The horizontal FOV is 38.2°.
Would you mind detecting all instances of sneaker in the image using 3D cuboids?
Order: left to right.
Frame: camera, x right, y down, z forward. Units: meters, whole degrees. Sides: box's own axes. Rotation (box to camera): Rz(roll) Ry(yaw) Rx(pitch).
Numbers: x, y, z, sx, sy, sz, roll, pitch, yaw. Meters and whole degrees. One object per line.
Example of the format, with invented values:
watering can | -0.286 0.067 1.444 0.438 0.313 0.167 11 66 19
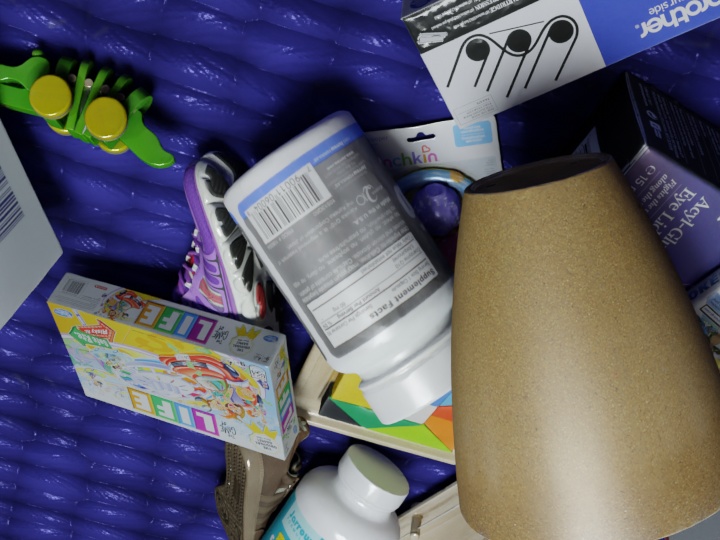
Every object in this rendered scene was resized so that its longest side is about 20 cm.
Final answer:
sneaker | -0.116 0.001 0.824 0.082 0.081 0.203 2 129 11
sneaker | -0.089 0.205 0.982 0.074 0.071 0.201 -18 151 -24

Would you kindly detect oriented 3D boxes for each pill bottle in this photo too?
pill bottle | -0.035 0.264 0.978 0.110 0.111 0.202 28 105 -17
pill bottle | 0.000 0.000 0.742 0.113 0.114 0.202 -32 93 27

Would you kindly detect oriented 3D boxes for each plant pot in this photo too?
plant pot | 0.129 0.037 0.647 0.183 0.186 0.204 -12 101 14

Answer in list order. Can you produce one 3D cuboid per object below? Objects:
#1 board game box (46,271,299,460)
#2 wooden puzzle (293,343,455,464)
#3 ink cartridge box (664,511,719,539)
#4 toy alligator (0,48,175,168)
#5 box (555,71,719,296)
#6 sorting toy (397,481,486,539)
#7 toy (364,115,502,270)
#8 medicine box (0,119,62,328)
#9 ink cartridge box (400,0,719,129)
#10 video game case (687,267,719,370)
board game box | -0.151 0.081 0.864 0.197 0.035 0.136 14 141 15
wooden puzzle | 0.040 0.105 0.884 0.182 0.038 0.201 17 144 -7
ink cartridge box | 0.357 0.292 0.957 0.082 0.147 0.201 -25 122 24
toy alligator | -0.220 -0.132 0.749 0.197 0.059 0.055 22 83 -2
box | 0.230 -0.019 0.756 0.198 0.105 0.149 26 125 -14
sorting toy | 0.076 0.308 0.975 0.106 0.182 0.199 39 122 -23
toy | 0.061 -0.015 0.811 0.113 0.048 0.202 -7 127 9
medicine box | -0.350 -0.057 0.754 0.197 0.104 0.184 3 130 25
ink cartridge box | 0.134 -0.177 0.681 0.197 0.045 0.095 -22 125 20
video game case | 0.302 0.068 0.737 0.199 0.022 0.182 36 123 -22
